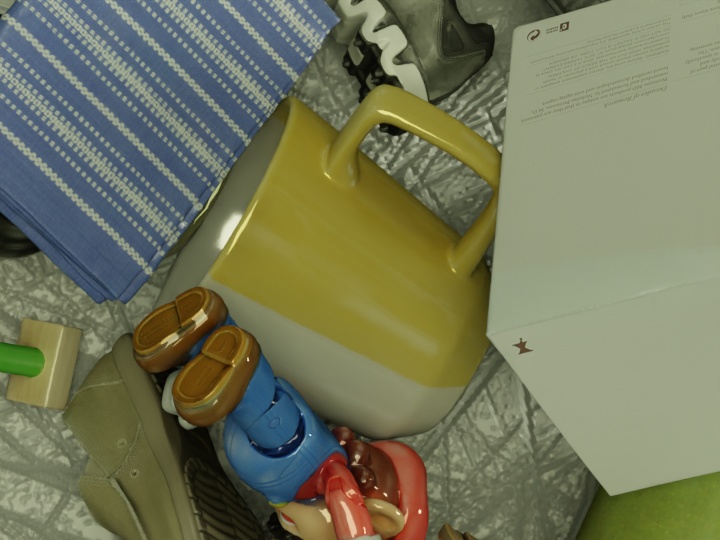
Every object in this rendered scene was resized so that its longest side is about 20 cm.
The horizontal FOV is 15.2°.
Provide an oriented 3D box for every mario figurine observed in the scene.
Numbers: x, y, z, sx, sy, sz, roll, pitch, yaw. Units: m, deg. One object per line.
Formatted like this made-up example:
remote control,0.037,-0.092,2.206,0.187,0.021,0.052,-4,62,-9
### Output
mario figurine,-0.043,0.106,1.341,0.105,0.124,0.200,-20,132,26

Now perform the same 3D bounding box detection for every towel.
towel,-0.115,-0.100,1.371,0.145,0.024,0.200,44,73,-22

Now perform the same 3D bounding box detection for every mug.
mug,-0.005,0.008,1.396,0.153,0.186,0.150,31,70,-10

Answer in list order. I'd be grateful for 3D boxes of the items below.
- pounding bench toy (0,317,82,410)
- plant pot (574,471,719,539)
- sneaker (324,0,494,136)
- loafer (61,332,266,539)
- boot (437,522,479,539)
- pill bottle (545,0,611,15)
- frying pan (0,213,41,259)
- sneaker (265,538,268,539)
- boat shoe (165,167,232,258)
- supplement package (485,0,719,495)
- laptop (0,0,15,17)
pounding bench toy,-0.246,0.038,1.386,0.198,0.156,0.125,3,88,-3
plant pot,0.178,0.169,1.405,0.199,0.200,0.191,17,76,-3
sneaker,0.006,-0.176,1.453,0.090,0.066,0.201,-27,83,-18
loafer,-0.103,0.122,1.402,0.068,0.201,0.076,-38,134,13
boot,0.026,0.208,1.338,0.076,0.200,0.156,33,80,-6
pill bottle,0.119,-0.207,1.433,0.114,0.114,0.200,-39,91,-3
frying pan,-0.211,-0.070,1.432,0.189,0.031,0.116,12,91,28
sneaker,-0.092,0.186,1.436,0.198,0.080,0.079,5,123,17
boat shoe,-0.094,-0.102,1.441,0.074,0.068,0.202,15,93,-2
supplement package,0.181,-0.026,1.329,0.190,0.147,0.201,-14,47,25
laptop,-0.278,-0.122,1.380,0.186,0.116,0.201,19,87,19
